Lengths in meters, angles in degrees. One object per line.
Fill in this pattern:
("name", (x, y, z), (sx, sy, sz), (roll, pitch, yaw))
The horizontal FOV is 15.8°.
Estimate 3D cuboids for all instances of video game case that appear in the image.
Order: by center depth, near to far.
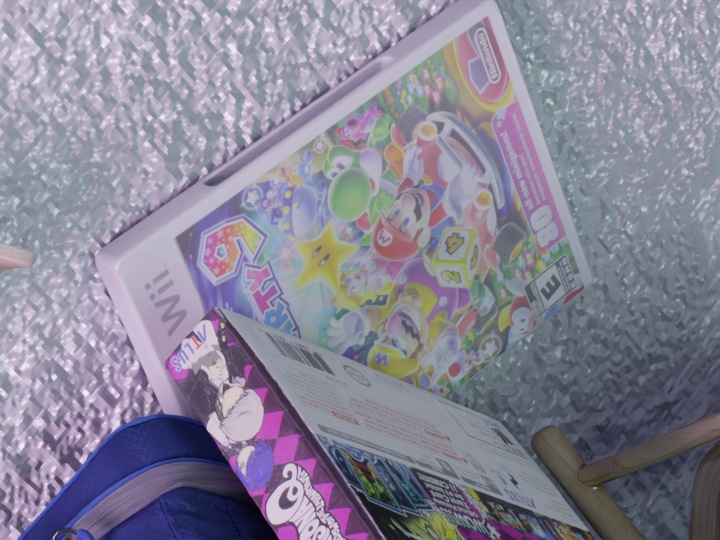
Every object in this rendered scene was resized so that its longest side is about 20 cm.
("video game case", (0.037, 0.106, 0.959), (0.036, 0.181, 0.200), (-47, 145, 14))
("video game case", (0.000, 0.000, 1.035), (0.200, 0.018, 0.143), (-36, 122, -24))

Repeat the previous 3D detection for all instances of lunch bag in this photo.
("lunch bag", (-0.051, 0.146, 0.961), (0.200, 0.132, 0.136), (32, 107, -38))

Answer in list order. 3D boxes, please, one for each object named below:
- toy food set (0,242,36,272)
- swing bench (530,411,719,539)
("toy food set", (-0.199, 0.072, 0.873), (0.143, 0.060, 0.200), (15, 92, -40))
("swing bench", (0.211, 0.114, 1.088), (0.199, 0.130, 0.200), (-22, 86, -46))
